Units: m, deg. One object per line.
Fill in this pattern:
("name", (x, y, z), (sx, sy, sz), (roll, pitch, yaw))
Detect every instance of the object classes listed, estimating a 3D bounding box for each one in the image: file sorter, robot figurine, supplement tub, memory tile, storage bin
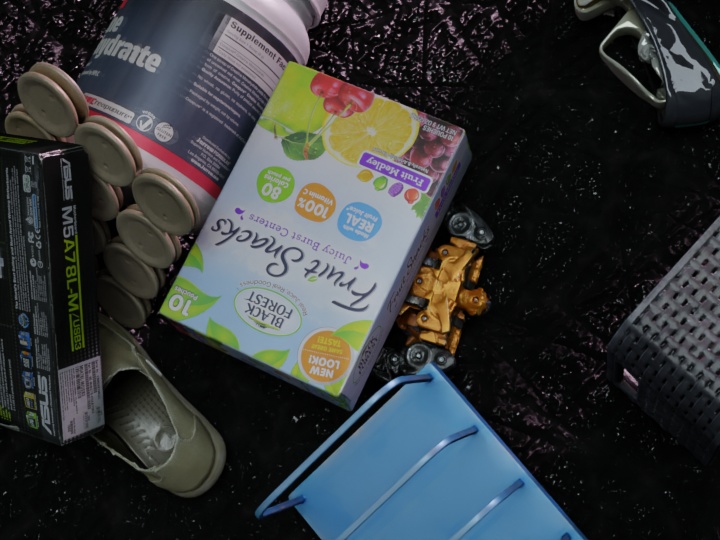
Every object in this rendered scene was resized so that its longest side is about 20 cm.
("file sorter", (0.049, 0.181, 0.855), (0.139, 0.123, 0.200), (-44, 78, 10))
("robot figurine", (0.000, 0.000, 0.970), (0.198, 0.058, 0.146), (16, 78, 15))
("supplement tub", (-0.123, -0.142, 0.988), (0.139, 0.140, 0.201), (25, 80, 16))
("memory tile", (-0.189, -0.046, 0.940), (0.153, 0.200, 0.017), (40, 56, 1))
("storage bin", (0.259, 0.018, 0.878), (0.094, 0.135, 0.200), (42, 85, 18))

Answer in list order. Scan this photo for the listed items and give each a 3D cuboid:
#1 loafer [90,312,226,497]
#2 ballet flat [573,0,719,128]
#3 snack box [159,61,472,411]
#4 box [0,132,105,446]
("loafer", (-0.180, 0.083, 0.973), (0.199, 0.068, 0.076), (35, 83, 17))
("ballet flat", (0.196, -0.188, 0.984), (0.073, 0.073, 0.201), (-27, 74, 2))
("snack box", (-0.028, -0.026, 0.924), (0.141, 0.053, 0.201), (23, 78, 17))
("box", (-0.262, 0.004, 0.941), (0.192, 0.047, 0.202), (10, 109, 38))
